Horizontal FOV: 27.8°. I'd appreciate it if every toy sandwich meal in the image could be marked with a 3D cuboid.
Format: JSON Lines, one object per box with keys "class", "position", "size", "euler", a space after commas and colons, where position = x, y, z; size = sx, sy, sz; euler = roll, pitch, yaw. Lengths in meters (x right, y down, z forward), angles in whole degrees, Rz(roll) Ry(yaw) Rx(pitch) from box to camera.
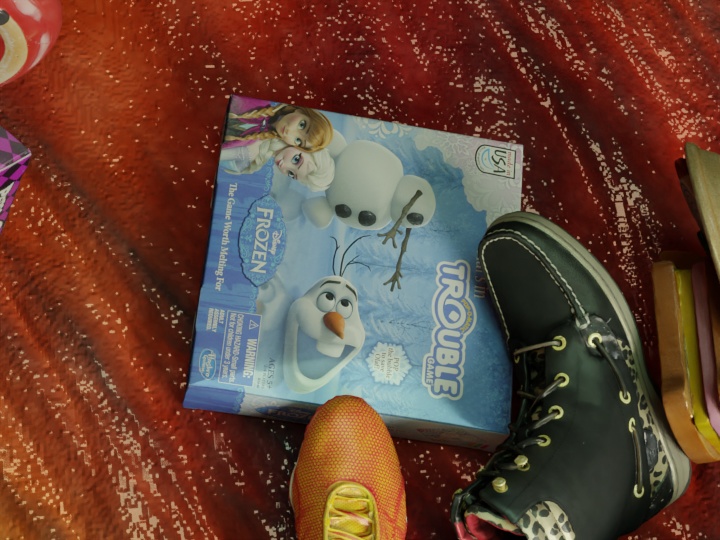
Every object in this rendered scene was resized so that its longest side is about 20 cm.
{"class": "toy sandwich meal", "position": [0.213, 0.023, 0.894], "size": [0.070, 0.205, 0.207], "euler": [-18, 67, 16]}

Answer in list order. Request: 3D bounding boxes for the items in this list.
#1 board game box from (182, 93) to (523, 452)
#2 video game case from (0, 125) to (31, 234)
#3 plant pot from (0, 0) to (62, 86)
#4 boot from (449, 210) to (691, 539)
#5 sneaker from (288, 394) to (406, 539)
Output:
{"class": "board game box", "position": [0.000, 0.000, 0.913], "size": [0.197, 0.043, 0.202], "euler": [9, 65, -9]}
{"class": "video game case", "position": [-0.287, -0.058, 0.807], "size": [0.200, 0.182, 0.036], "euler": [40, 40, 7]}
{"class": "plant pot", "position": [-0.268, -0.218, 0.872], "size": [0.198, 0.201, 0.184], "euler": [1, 68, -11]}
{"class": "boot", "position": [0.102, 0.081, 0.836], "size": [0.153, 0.073, 0.205], "euler": [-35, 99, -42]}
{"class": "sneaker", "position": [-0.003, 0.167, 0.808], "size": [0.072, 0.077, 0.202], "euler": [4, 71, -12]}
